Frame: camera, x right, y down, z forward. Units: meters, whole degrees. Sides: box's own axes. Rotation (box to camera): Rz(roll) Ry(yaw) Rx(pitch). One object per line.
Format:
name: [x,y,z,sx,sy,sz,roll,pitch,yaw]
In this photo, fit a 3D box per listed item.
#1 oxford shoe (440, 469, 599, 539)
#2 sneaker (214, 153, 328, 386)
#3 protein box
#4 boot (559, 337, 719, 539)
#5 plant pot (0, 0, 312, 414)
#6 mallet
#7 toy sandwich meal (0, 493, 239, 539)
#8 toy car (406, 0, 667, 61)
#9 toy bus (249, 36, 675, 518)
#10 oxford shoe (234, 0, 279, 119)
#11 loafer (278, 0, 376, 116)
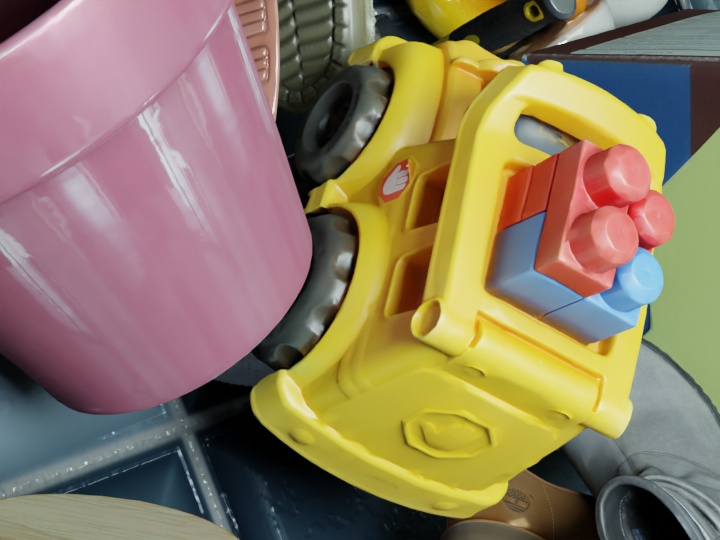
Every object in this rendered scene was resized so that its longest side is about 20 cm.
oxford shoe: [0.122,0.146,1.012,0.200,0.071,0.071,36,44,-27]
sneaker: [0.000,0.000,1.011,0.200,0.075,0.114,11,68,-38]
protein box: [0.186,-0.023,1.093,0.200,0.135,0.199,-22,113,-56]
boot: [0.127,0.094,0.938,0.200,0.070,0.132,48,13,21]
plant pot: [-0.114,-0.050,0.853,0.179,0.200,0.200,58,41,-32]
mallet: [0.039,-0.112,1.018,0.041,0.200,0.066,-32,89,-26]
toy sandwich meal: [-0.111,0.151,0.763,0.205,0.205,0.070,-28,122,-47]
toy car: [0.108,-0.196,1.148,0.175,0.150,0.200,54,44,-12]
toy bus: [0.062,-0.020,0.898,0.136,0.192,0.200,27,58,-23]
oxford shoe: [-0.073,-0.134,0.978,0.074,0.071,0.200,59,20,-79]
loafer: [-0.028,-0.170,1.055,0.067,0.076,0.200,8,69,-57]
